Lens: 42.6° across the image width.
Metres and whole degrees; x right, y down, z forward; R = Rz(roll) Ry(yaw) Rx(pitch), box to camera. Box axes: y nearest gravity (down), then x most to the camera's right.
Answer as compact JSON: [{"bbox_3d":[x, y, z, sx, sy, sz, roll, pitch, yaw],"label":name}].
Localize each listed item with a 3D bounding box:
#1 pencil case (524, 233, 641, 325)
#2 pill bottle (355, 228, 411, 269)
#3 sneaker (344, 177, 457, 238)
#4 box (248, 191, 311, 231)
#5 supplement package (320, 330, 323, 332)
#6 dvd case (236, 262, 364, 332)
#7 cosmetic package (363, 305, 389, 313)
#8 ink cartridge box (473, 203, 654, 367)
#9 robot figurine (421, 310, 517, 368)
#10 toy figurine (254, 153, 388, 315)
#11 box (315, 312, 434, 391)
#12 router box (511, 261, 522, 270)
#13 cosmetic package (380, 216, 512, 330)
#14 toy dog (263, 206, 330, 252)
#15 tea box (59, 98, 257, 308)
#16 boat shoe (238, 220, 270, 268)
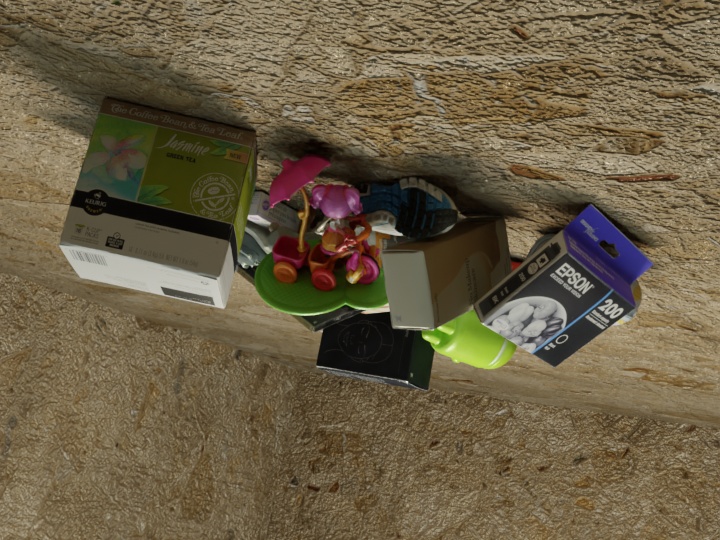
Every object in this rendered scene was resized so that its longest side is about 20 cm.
[{"bbox_3d":[0.321,0.015,1.322,0.198,0.084,0.091,21,-167,-40],"label":"pencil case"},{"bbox_3d":[0.081,-0.010,1.354,0.196,0.119,0.116,5,171,-18],"label":"pill bottle"},{"bbox_3d":[0.065,-0.078,1.220,0.086,0.077,0.198,14,179,-40],"label":"sneaker"},{"bbox_3d":[-0.113,-0.073,1.471,0.041,0.040,0.199,4,166,34],"label":"box"},{"bbox_3d":[0.031,0.096,1.933,0.196,0.112,0.113,5,167,30],"label":"supplement package"},{"bbox_3d":[-0.093,0.020,1.479,0.199,0.016,0.147,35,-145,29],"label":"dvd case"},{"bbox_3d":[0.029,0.013,1.574,0.086,0.106,0.199,14,170,-26],"label":"cosmetic package"},{"bbox_3d":[0.276,0.029,1.209,0.200,0.044,0.197,-43,136,19],"label":"ink cartridge box"},{"bbox_3d":[0.206,0.112,1.699,0.197,0.118,0.175,20,140,-25],"label":"robot figurine"},{"bbox_3d":[-0.047,-0.057,1.181,0.196,0.151,0.187,12,131,15],"label":"toy figurine"},{"bbox_3d":[0.040,0.111,1.772,0.193,0.204,0.124,6,169,27],"label":"box"},{"bbox_3d":[0.196,0.022,1.536,0.175,0.050,0.200,9,169,-9],"label":"router box"},{"bbox_3d":[0.118,0.000,1.211,0.070,0.108,0.199,0,-164,40],"label":"cosmetic package"},{"bbox_3d":[-0.081,-0.055,1.401,0.097,0.131,0.200,52,177,23],"label":"toy dog"},{"bbox_3d":[-0.244,-0.081,1.160,0.196,0.201,0.134,11,161,-2],"label":"tea box"},{"bbox_3d":[-0.174,-0.039,1.458,0.199,0.062,0.073,38,-160,-1],"label":"boat shoe"}]
